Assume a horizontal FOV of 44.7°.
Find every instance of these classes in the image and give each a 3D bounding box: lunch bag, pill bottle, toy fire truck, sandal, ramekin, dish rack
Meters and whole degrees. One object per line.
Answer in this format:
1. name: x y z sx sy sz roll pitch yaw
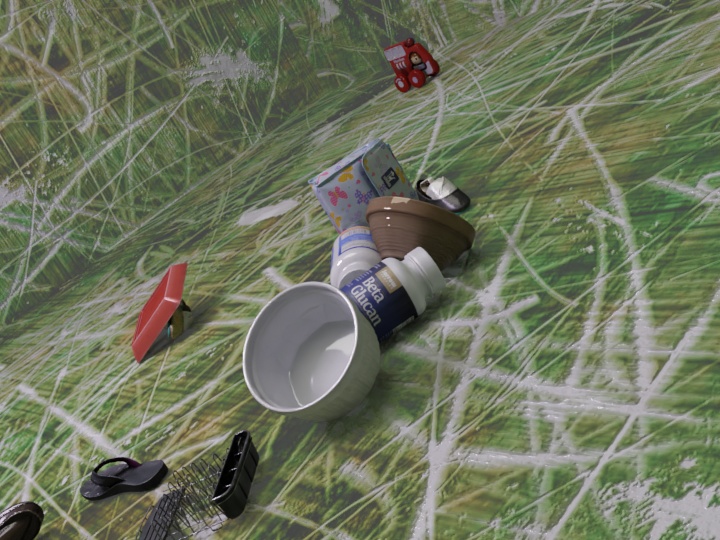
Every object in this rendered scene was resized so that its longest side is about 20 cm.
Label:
1. lunch bag: 0.010 -0.182 1.976 0.199 0.170 0.127 -32 17 -7
2. pill bottle: 0.037 0.049 1.438 0.199 0.111 0.111 -34 19 -8
3. toy fire truck: 0.183 -0.751 3.167 0.112 0.168 0.200 -42 21 -30
4. sandal: -0.405 0.340 1.477 0.200 0.048 0.075 -18 23 33
5. pill bottle: 0.000 0.000 1.622 0.112 0.112 0.200 -28 20 10
6. ramekin: -0.065 0.127 1.296 0.199 0.105 0.201 -14 59 25
7. dish rack: -0.240 0.324 1.256 0.199 0.055 0.154 -26 18 15

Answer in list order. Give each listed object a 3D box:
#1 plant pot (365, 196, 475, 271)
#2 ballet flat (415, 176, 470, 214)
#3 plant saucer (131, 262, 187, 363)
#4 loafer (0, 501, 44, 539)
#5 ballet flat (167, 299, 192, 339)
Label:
1. plant pot: 0.096 -0.049 1.546 0.200 0.200 0.093 -3 65 55
2. ballet flat: 0.163 -0.162 1.849 0.068 0.069 0.200 -34 19 -13
3. plant saucer: -0.484 0.091 2.087 0.200 0.037 0.200 -52 22 20
4. loafer: -0.596 0.468 1.430 0.200 0.073 0.071 -47 28 -19
5. ballet flat: -0.434 0.111 2.097 0.070 0.071 0.200 -33 20 -5
